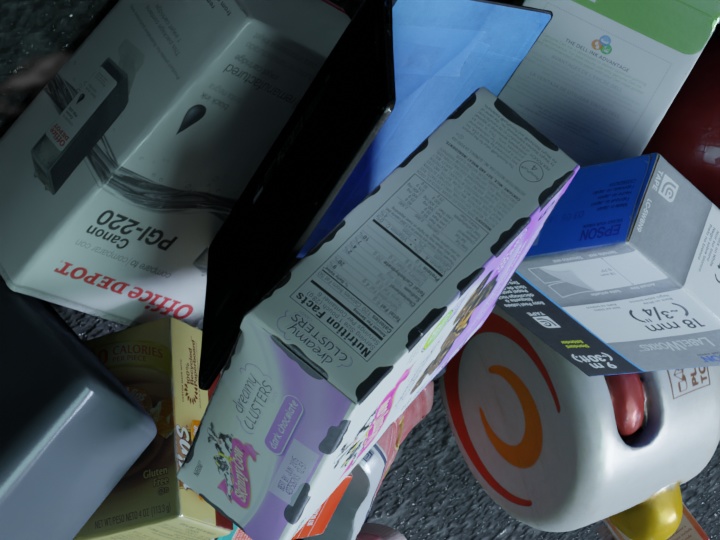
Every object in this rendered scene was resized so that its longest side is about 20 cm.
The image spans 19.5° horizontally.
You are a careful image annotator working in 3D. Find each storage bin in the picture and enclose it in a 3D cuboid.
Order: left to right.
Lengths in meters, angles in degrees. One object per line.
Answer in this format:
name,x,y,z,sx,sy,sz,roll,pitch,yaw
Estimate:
storage bin,-0.215,0.069,1.116,0.134,0.200,0.146,-47,146,-1

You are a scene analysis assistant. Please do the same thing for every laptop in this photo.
laptop,0.012,-0.041,1.086,0.116,0.200,0.188,25,120,-16

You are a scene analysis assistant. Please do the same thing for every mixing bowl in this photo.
mixing bowl,0.229,-0.069,1.358,0.200,0.108,0.201,-29,125,-53

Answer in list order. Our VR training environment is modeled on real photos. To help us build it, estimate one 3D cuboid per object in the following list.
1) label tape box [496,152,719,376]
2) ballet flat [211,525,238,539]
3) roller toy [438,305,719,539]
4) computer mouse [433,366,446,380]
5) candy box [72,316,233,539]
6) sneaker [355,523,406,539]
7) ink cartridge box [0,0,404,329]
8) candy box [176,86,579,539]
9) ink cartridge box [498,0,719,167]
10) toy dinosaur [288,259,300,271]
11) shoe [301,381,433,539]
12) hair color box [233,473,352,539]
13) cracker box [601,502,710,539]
label tape box,0.175,0.017,1.246,0.200,0.144,0.064,37,62,-31
ballet flat,-0.082,0.109,1.210,0.200,0.064,0.076,-58,171,12
roller toy,0.155,0.076,1.432,0.139,0.200,0.183,-18,140,-29
computer mouse,0.036,-0.034,1.234,0.034,0.201,0.059,1,172,6
candy box,-0.170,0.109,1.186,0.199,0.116,0.055,-17,155,28
sneaker,-0.038,0.257,1.595,0.200,0.075,0.105,-39,173,32
ink cartridge box,-0.097,-0.068,1.132,0.200,0.085,0.145,-45,145,18
candy box,0.007,0.027,1.074,0.200,0.071,0.168,-46,170,-34
ink cartridge box,0.141,-0.139,1.204,0.059,0.103,0.200,-66,-178,-52
toy dinosaur,0.000,0.000,1.284,0.199,0.102,0.077,-18,144,-23
shoe,-0.003,0.127,1.465,0.091,0.071,0.200,-51,175,-27
hair color box,-0.119,0.123,1.326,0.199,0.111,0.064,-7,137,-36
cracker box,0.199,0.164,1.572,0.058,0.200,0.134,-37,147,2
